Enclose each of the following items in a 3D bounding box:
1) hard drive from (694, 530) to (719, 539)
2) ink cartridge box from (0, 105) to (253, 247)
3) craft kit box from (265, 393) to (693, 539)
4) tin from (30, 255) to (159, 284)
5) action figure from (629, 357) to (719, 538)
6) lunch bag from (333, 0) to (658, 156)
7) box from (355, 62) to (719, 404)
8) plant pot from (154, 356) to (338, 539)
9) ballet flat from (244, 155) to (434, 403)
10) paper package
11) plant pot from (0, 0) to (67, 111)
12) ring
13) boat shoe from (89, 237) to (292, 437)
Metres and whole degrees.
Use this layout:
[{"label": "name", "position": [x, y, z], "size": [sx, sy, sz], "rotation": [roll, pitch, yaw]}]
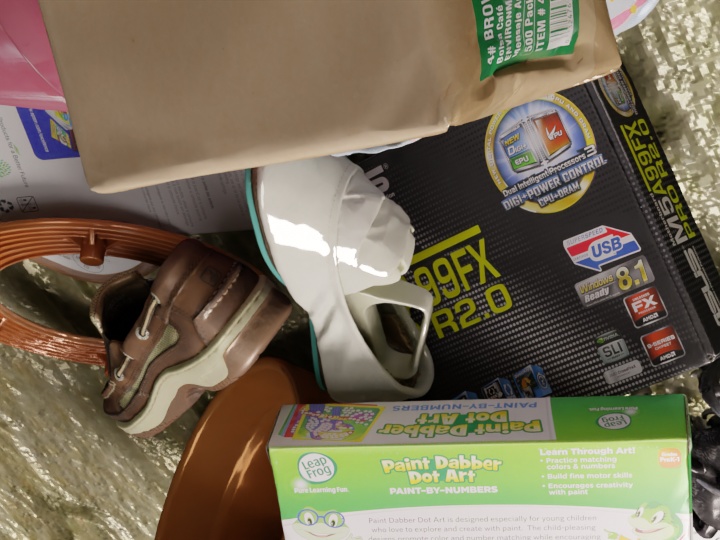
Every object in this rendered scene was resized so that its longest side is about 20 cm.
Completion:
[{"label": "hard drive", "position": [0.209, 0.189, 1.053], "size": [0.132, 0.026, 0.200], "rotation": [-17, 123, 29]}, {"label": "ink cartridge box", "position": [-0.106, -0.065, 0.882], "size": [0.200, 0.039, 0.100], "rotation": [-2, 127, 16]}, {"label": "craft kit box", "position": [0.065, 0.157, 0.857], "size": [0.200, 0.049, 0.198], "rotation": [-2, 119, 10]}, {"label": "tin", "position": [-0.189, -0.062, 0.958], "size": [0.200, 0.042, 0.112], "rotation": [24, 128, -3]}, {"label": "action figure", "position": [0.172, 0.075, 0.915], "size": [0.200, 0.102, 0.119], "rotation": [32, 126, 17]}, {"label": "lunch bag", "position": [0.057, -0.147, 0.702], "size": [0.127, 0.170, 0.200], "rotation": [44, 134, 18]}, {"label": "box", "position": [0.070, -0.001, 0.868], "size": [0.200, 0.044, 0.160], "rotation": [-25, 88, 35]}, {"label": "plant pot", "position": [-0.022, 0.165, 1.008], "size": [0.140, 0.200, 0.200], "rotation": [20, 135, -22]}, {"label": "ballet flat", "position": [0.000, 0.000, 0.809], "size": [0.069, 0.069, 0.200], "rotation": [4, 146, 15]}, {"label": "paper package", "position": [-0.029, -0.141, 0.593], "size": [0.191, 0.103, 0.200], "rotation": [-6, 101, 44]}, {"label": "plant pot", "position": [-0.121, -0.150, 0.770], "size": [0.179, 0.200, 0.200], "rotation": [-6, 129, 42]}, {"label": "ring", "position": [-0.143, 0.022, 0.968], "size": [0.200, 0.019, 0.200], "rotation": [3, 156, 1]}, {"label": "boat shoe", "position": [-0.102, 0.028, 0.893], "size": [0.075, 0.075, 0.202], "rotation": [39, 150, -9]}]
